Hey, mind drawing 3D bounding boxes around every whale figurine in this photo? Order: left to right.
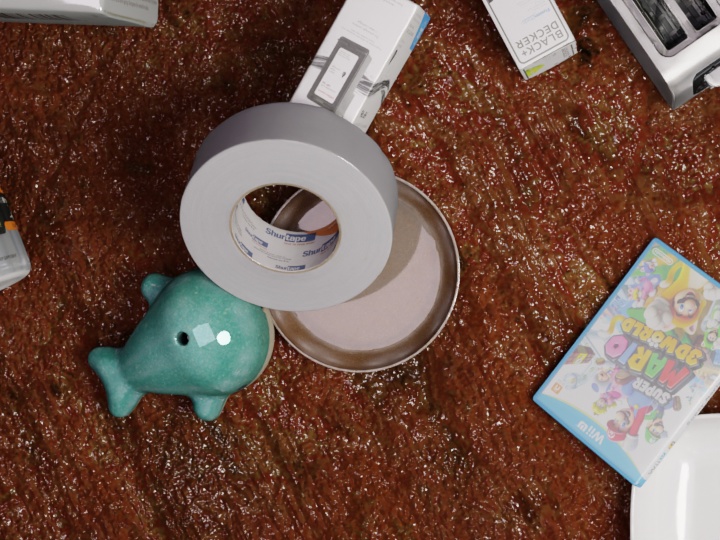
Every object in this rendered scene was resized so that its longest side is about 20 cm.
[{"bbox_3d":[-0.185,0.078,1.765,0.200,0.104,0.159,-24,86,18],"label":"whale figurine"}]

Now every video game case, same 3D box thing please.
[{"bbox_3d":[0.275,0.087,1.716,0.143,0.018,0.200,40,97,33],"label":"video game case"}]

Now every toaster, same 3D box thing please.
[{"bbox_3d":[0.319,-0.279,1.683,0.181,0.119,0.200,-34,87,6],"label":"toaster"}]

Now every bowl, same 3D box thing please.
[{"bbox_3d":[0.359,0.236,1.685,0.200,0.075,0.200,-2,81,29],"label":"bowl"}]

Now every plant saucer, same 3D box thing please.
[{"bbox_3d":[0.000,0.000,1.777,0.200,0.032,0.200,0,92,8],"label":"plant saucer"}]

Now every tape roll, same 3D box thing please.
[{"bbox_3d":[-0.066,-0.058,1.685,0.200,0.066,0.200,4,129,4],"label":"tape roll"}]

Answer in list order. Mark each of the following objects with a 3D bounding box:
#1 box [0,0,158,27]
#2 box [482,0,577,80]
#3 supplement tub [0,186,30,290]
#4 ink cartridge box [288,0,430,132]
[{"bbox_3d":[-0.311,-0.327,1.726,0.199,0.200,0.172,3,95,8],"label":"box"},{"bbox_3d":[0.135,-0.286,1.709,0.060,0.117,0.200,-28,89,7],"label":"box"},{"bbox_3d":[-0.418,-0.068,1.786,0.122,0.123,0.200,-22,89,8],"label":"supplement tub"},{"bbox_3d":[-0.014,-0.178,1.732,0.068,0.116,0.200,30,96,6],"label":"ink cartridge box"}]
